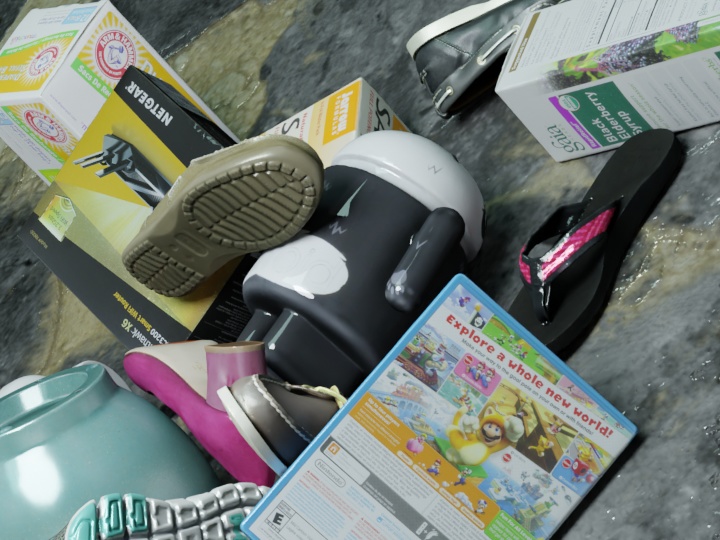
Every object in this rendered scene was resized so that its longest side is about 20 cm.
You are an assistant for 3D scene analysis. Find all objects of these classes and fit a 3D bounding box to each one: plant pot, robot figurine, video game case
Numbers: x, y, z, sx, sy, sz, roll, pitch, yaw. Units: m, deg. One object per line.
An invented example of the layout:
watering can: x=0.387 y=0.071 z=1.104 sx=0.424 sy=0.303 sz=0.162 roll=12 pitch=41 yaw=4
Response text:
plant pot: x=-0.196 y=0.146 z=1.680 sx=0.199 sy=0.135 sz=0.200 roll=-22 pitch=12 yaw=5
robot figurine: x=0.002 y=0.001 z=1.708 sx=0.150 sy=0.125 sz=0.200 roll=24 pitch=68 yaw=28
video game case: x=0.047 y=0.123 z=1.487 sx=0.200 sy=0.143 sz=0.018 roll=-49 pitch=-2 yaw=-8

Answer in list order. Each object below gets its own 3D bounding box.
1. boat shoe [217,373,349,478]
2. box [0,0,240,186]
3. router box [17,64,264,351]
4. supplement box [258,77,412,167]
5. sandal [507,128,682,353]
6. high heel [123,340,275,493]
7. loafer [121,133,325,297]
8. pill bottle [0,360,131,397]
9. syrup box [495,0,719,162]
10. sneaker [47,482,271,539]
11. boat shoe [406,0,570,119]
boat shoe: x=-0.024 y=0.101 z=1.550 sx=0.059 sy=0.200 sz=0.072 roll=-36 pitch=59 yaw=7
box: x=-0.194 y=-0.108 z=2.005 sx=0.112 sy=0.200 sz=0.102 roll=-1 pitch=50 yaw=50
router box: x=-0.141 y=-0.031 z=1.832 sx=0.200 sy=0.052 sz=0.158 roll=41 pitch=100 yaw=38
supplement box: x=-0.060 y=-0.041 z=1.883 sx=0.199 sy=0.074 sz=0.126 roll=-28 pitch=34 yaw=25
sandal: x=0.140 y=-0.023 z=1.642 sx=0.075 sy=0.045 sz=0.200 roll=1 pitch=52 yaw=51
high heel: x=-0.108 y=0.096 z=1.672 sx=0.067 sy=0.097 sz=0.200 roll=-6 pitch=1 yaw=-22
loafer: x=-0.091 y=-0.048 z=1.694 sx=0.200 sy=0.076 sz=0.068 roll=-28 pitch=34 yaw=45
pill bottle: x=-0.256 y=0.147 z=1.845 sx=0.199 sy=0.113 sz=0.113 roll=-29 pitch=33 yaw=24
syrup box: x=0.195 y=-0.142 z=1.693 sx=0.199 sy=0.079 sz=0.082 roll=-14 pitch=41 yaw=42
sneaker: x=-0.116 y=0.176 z=1.571 sx=0.091 sy=0.199 sz=0.078 roll=-25 pitch=63 yaw=46
boat shoe: x=0.133 y=-0.175 z=1.846 sx=0.199 sy=0.072 sz=0.068 roll=-25 pitch=70 yaw=18
